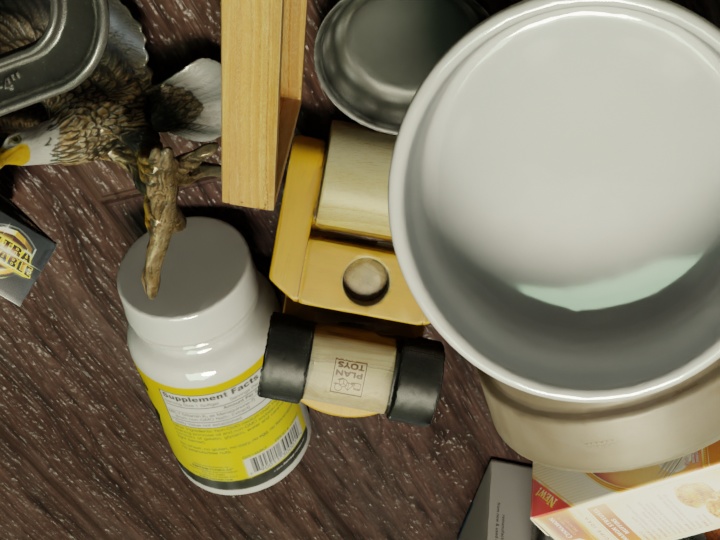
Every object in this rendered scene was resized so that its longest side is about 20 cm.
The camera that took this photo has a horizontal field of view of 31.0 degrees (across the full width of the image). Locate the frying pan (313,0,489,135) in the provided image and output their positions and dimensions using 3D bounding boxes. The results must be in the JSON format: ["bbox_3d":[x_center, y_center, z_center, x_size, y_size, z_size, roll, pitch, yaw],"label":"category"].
[{"bbox_3d":[0.060,-0.140,0.754,0.188,0.031,0.115,-21,131,25],"label":"frying pan"}]

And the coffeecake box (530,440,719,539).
[{"bbox_3d":[0.220,0.098,0.898,0.199,0.155,0.073,-25,128,32],"label":"coffeecake box"}]

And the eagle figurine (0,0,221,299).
[{"bbox_3d":[-0.184,-0.100,0.796,0.199,0.151,0.153,36,98,18],"label":"eagle figurine"}]

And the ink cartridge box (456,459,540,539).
[{"bbox_3d":[0.187,0.278,1.110,0.197,0.147,0.148,12,138,-3],"label":"ink cartridge box"}]

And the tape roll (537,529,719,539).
[{"bbox_3d":[0.234,0.231,0.997,0.197,0.202,0.067,8,141,1],"label":"tape roll"}]

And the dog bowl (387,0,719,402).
[{"bbox_3d":[0.116,-0.041,0.659,0.197,0.079,0.203,2,103,10],"label":"dog bowl"}]

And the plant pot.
[{"bbox_3d":[0.145,-0.009,0.785,0.198,0.201,0.175,-13,119,23],"label":"plant pot"}]

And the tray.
[{"bbox_3d":[-0.053,-0.140,0.723,0.036,0.099,0.201,9,139,1],"label":"tray"}]

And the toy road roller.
[{"bbox_3d":[0.000,0.000,0.878,0.121,0.146,0.203,10,102,-4],"label":"toy road roller"}]

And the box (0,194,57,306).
[{"bbox_3d":[-0.282,-0.054,0.809,0.158,0.046,0.200,34,176,-24],"label":"box"}]

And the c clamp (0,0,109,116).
[{"bbox_3d":[-0.218,-0.168,0.714,0.198,0.027,0.173,-22,99,20],"label":"c clamp"}]

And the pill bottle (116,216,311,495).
[{"bbox_3d":[-0.106,0.064,0.950,0.113,0.115,0.201,0,137,11],"label":"pill bottle"}]
